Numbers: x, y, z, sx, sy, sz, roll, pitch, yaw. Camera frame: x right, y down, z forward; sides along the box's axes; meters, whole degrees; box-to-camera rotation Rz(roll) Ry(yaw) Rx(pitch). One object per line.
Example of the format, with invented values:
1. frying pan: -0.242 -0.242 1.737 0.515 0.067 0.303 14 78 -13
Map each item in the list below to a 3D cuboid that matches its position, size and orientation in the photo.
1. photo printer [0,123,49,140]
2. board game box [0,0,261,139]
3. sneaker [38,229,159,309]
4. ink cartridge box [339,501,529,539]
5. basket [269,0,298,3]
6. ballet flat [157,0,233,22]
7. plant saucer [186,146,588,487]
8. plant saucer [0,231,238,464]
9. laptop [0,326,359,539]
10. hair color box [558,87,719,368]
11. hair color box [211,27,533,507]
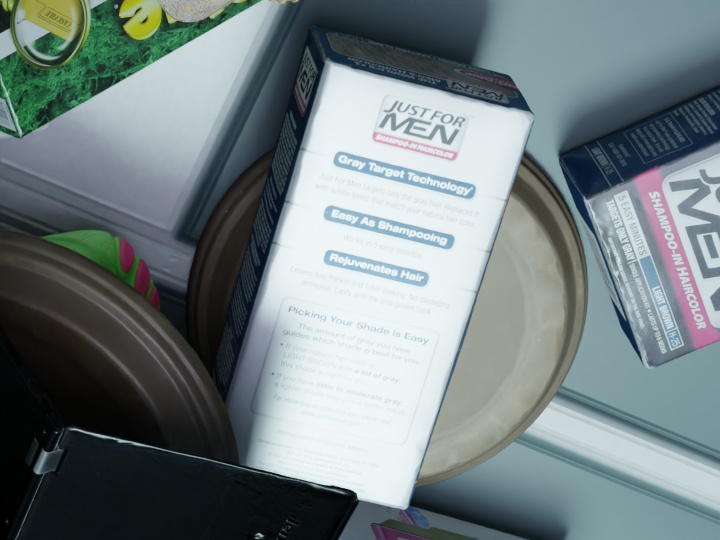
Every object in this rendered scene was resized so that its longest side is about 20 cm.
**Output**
1. photo printer: -0.201 -0.153 1.120 0.165 0.070 0.201 6 110 -11
2. board game box: -0.088 -0.149 1.109 0.200 0.023 0.105 -34 125 -27
3. sneaker: -0.129 0.067 1.229 0.083 0.077 0.201 3 120 25
4. ink cartridge box: 0.001 0.195 1.275 0.199 0.085 0.145 18 115 -13
5. basket: -0.073 -0.223 0.992 0.142 0.149 0.201 30 82 -38
6. ballet flat: -0.019 -0.190 1.094 0.068 0.067 0.201 39 78 -44
7. plant saucer: 0.015 0.021 1.244 0.199 0.029 0.201 -2 112 -6
8. plant saucer: -0.150 0.074 1.167 0.199 0.029 0.201 14 127 19
9. laptop: -0.129 0.098 1.137 0.115 0.200 0.188 -14 145 -39
10. hair color box: 0.207 -0.042 1.229 0.199 0.061 0.100 -23 113 1
11. hair color box: 0.000 0.000 1.177 0.099 0.061 0.201 13 109 -13
